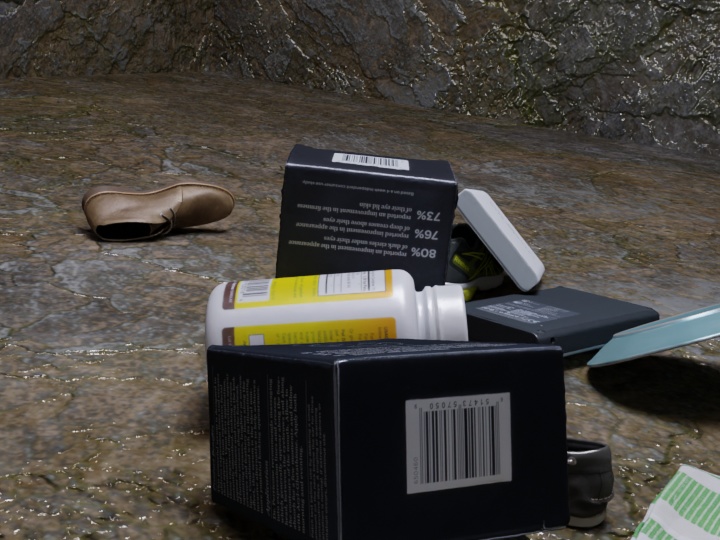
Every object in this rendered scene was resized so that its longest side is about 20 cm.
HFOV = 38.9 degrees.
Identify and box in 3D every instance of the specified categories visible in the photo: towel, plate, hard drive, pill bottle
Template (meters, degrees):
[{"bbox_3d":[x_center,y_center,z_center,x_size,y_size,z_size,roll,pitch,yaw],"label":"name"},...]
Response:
[{"bbox_3d":[0.252,0.188,0.663,0.152,0.023,0.200,16,18,28],"label":"towel"},{"bbox_3d":[0.311,0.054,0.976,0.200,0.026,0.200,-17,-5,-1],"label":"plate"},{"bbox_3d":[0.170,-0.040,1.223,0.132,0.026,0.200,52,12,5],"label":"hard drive"},{"bbox_3d":[-0.016,0.057,0.810,0.200,0.109,0.109,-4,16,3],"label":"pill bottle"},{"bbox_3d":[0.200,0.053,1.079,0.200,0.033,0.139,-8,15,-39],"label":"hard drive"}]

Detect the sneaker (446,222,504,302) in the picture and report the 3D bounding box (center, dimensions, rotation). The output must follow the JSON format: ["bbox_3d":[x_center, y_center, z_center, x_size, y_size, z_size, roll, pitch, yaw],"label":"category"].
[{"bbox_3d":[0.133,-0.019,1.234,0.074,0.085,0.200,12,17,18],"label":"sneaker"}]

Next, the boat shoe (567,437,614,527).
[{"bbox_3d":[0.092,0.127,0.755,0.200,0.057,0.067,15,18,29],"label":"boat shoe"}]

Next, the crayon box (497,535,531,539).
[{"bbox_3d":[0.066,0.188,0.493,0.126,0.052,0.200,0,7,-21],"label":"crayon box"}]

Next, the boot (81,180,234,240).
[{"bbox_3d":[-0.255,-0.069,1.328,0.200,0.074,0.075,-6,38,-24],"label":"boot"}]

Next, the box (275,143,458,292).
[{"bbox_3d":[0.000,0.000,0.904,0.148,0.200,0.104,7,16,-1],"label":"box"}]

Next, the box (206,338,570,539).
[{"bbox_3d":[0.007,0.098,0.628,0.148,0.107,0.200,-1,-1,-27],"label":"box"}]
